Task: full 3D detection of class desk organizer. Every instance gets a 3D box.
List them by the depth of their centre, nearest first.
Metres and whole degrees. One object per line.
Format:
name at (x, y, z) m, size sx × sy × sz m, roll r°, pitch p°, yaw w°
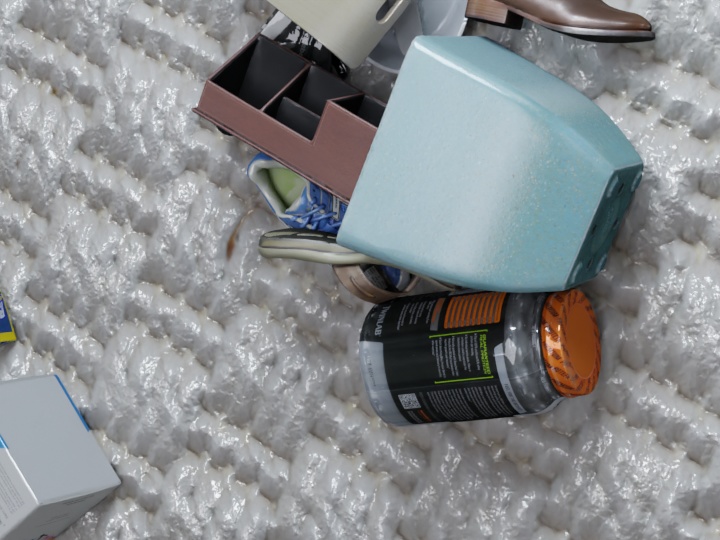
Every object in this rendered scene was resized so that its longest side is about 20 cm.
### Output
desk organizer at (-0.049, -0.140, 1.730) m, size 0.200 × 0.072 × 0.077 m, roll 31°, pitch 115°, yaw 23°

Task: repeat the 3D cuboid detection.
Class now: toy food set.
toy food set at (-0.033, -0.293, 1.712) m, size 0.200 × 0.060 × 0.144 m, roll 40°, pitch 93°, yaw 26°

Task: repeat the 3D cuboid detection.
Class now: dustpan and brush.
dustpan and brush at (0.048, -0.213, 1.754) m, size 0.140 × 0.057 × 0.200 m, roll -12°, pitch 117°, yaw 5°

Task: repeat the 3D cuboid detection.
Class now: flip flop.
flip flop at (0.000, 0.000, 1.736) m, size 0.200 × 0.081 × 0.058 m, roll 8°, pitch 98°, yaw 14°

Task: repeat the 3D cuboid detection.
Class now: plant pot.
plant pot at (0.131, -0.079, 1.660) m, size 0.200 × 0.196 × 0.196 m, roll 26°, pitch 106°, yaw 19°

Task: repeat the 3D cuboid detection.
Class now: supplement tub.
supplement tub at (0.110, 0.075, 1.717) m, size 0.200 × 0.123 × 0.123 m, roll -7°, pitch 91°, yaw 28°

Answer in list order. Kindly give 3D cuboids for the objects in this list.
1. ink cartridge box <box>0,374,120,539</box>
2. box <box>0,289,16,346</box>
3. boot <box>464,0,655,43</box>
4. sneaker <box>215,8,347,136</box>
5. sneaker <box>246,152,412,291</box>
ink cartridge box at (-0.390, 0.229, 1.979) m, size 0.200 × 0.145 × 0.147 m, roll -39°, pitch 76°, yaw 25°
box at (-0.478, 0.079, 2.056) m, size 0.200 × 0.070 × 0.064 m, roll -20°, pitch 84°, yaw 28°
boot at (0.192, -0.310, 1.683) m, size 0.186 × 0.064 × 0.200 m, roll 13°, pitch 93°, yaw 19°
sneaker at (-0.064, -0.195, 1.817) m, size 0.088 × 0.076 × 0.200 m, roll 43°, pitch 112°, yaw 12°
sneaker at (-0.034, -0.044, 1.809) m, size 0.200 × 0.077 × 0.076 m, roll 41°, pitch 110°, yaw 16°
